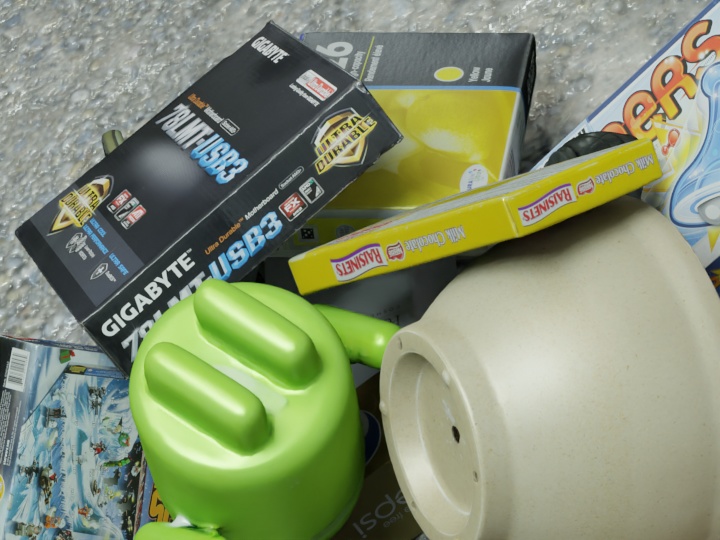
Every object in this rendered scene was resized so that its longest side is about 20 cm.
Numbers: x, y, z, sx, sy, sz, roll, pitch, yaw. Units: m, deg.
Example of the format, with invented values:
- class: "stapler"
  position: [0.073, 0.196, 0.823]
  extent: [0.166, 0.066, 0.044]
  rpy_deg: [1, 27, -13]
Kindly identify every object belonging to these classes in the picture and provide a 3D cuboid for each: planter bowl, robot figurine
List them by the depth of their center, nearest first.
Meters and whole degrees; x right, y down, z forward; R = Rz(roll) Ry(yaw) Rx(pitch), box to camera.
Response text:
- class: "planter bowl"
  position: [0.092, 0.073, 1.494]
  extent: [0.134, 0.201, 0.200]
  rpy_deg: [-13, 35, -21]
- class: "robot figurine"
  position: [-0.057, 0.083, 1.541]
  extent: [0.115, 0.200, 0.176]
  rpy_deg: [29, 69, 18]

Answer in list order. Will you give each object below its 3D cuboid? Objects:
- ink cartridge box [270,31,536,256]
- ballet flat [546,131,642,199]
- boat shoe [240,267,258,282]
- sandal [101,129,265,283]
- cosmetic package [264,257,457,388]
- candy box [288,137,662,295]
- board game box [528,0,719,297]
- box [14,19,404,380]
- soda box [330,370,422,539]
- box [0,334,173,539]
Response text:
- class: "ink cartridge box"
  position: [-0.004, -0.077, 1.720]
  extent: [0.199, 0.047, 0.198]
  rpy_deg: [2, 36, 9]
- class: "ballet flat"
  position: [0.151, 0.021, 1.577]
  extent: [0.057, 0.201, 0.066]
  rpy_deg: [-12, -4, -20]
- class: "boat shoe"
  position: [-0.106, 0.037, 1.765]
  extent: [0.056, 0.068, 0.201]
  rpy_deg: [12, 87, 44]
- class: "sandal"
  position: [-0.101, -0.026, 1.865]
  extent: [0.057, 0.080, 0.201]
  rpy_deg: [-33, 48, -21]
- class: "cosmetic package"
  position: [0.000, 0.000, 1.761]
  extent: [0.101, 0.071, 0.201]
  rpy_deg: [-21, 43, 17]
- class: "candy box"
  position: [0.056, -0.026, 1.511]
  extent: [0.102, 0.027, 0.200]
  rpy_deg: [-25, 6, -34]
- class: "board game box"
  position: [0.180, -0.051, 1.629]
  extent: [0.200, 0.034, 0.136]
  rpy_deg: [-44, 49, 29]
- class: "box"
  position: [-0.088, -0.046, 1.631]
  extent: [0.198, 0.050, 0.200]
  rpy_deg: [-41, 22, -2]
- class: "soda box"
  position: [0.031, 0.096, 1.652]
  extent: [0.200, 0.064, 0.068]
  rpy_deg: [-35, 40, 1]
- class: "box"
  position: [-0.158, 0.141, 1.623]
  extent: [0.040, 0.137, 0.201]
  rpy_deg: [12, 91, 43]
